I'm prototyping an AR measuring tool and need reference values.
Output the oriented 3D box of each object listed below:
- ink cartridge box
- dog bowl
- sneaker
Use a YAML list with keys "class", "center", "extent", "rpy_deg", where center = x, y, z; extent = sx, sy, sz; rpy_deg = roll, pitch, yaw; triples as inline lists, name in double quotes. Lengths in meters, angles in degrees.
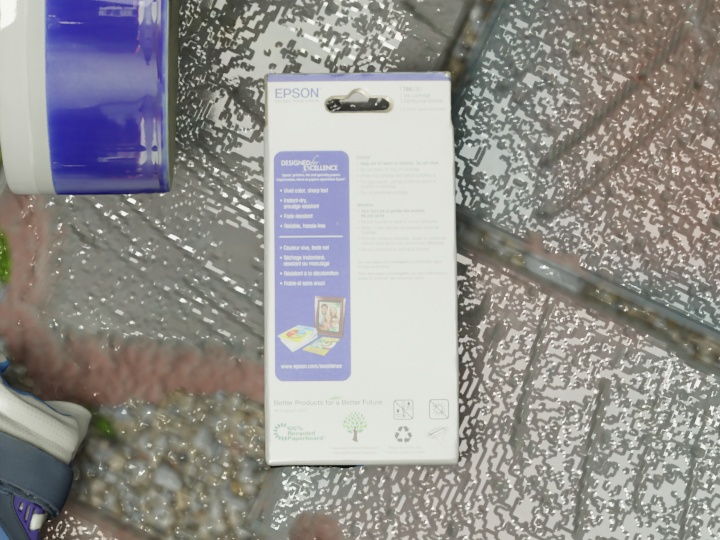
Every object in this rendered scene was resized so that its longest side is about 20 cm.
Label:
- class: "ink cartridge box"
  center: [0.000, 0.000, 1.301]
  extent: [0.099, 0.039, 0.200]
  rpy_deg: [0, 84, 0]
- class: "dog bowl"
  center: [-0.128, -0.136, 1.236]
  extent: [0.079, 0.200, 0.201]
  rpy_deg: [1, 83, -3]
- class: "sneaker"
  center: [-0.165, 0.137, 1.262]
  extent: [0.146, 0.081, 0.200]
  rpy_deg: [-44, 109, -27]
